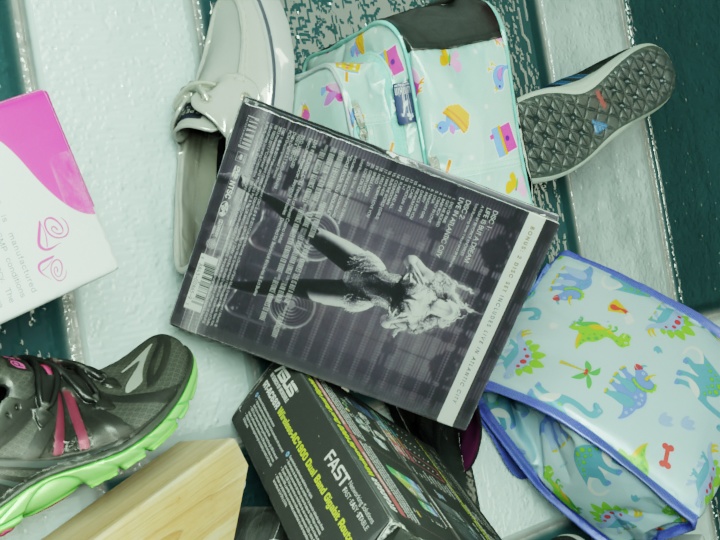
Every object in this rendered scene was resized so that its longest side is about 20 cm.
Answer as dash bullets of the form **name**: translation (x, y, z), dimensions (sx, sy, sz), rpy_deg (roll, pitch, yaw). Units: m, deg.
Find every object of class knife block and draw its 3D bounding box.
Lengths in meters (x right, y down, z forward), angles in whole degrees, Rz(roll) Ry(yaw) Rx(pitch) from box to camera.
- **knife block**: translation (-0.161, 0.173, 0.651), dimensions (0.174, 0.063, 0.203), rpy_deg (25, 67, -37)

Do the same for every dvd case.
- **dvd case**: translation (0.000, 0.000, 0.717), dimensions (0.197, 0.151, 0.016), rpy_deg (20, 22, -6)

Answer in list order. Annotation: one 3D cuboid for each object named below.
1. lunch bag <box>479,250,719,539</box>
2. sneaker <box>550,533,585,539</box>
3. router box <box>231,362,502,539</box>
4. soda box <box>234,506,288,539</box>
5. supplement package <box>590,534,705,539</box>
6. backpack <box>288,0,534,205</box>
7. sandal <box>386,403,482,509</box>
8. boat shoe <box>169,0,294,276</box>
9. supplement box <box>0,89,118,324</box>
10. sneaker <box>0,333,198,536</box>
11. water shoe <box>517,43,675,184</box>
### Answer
- **lunch bag**: translation (0.194, 0.098, 0.947), dimensions (0.199, 0.128, 0.170), rpy_deg (39, 54, 5)
- **sneaker**: translation (0.109, 0.255, 0.874), dimensions (0.083, 0.071, 0.200), rpy_deg (55, 52, -18)
- **router box**: translation (0.016, 0.149, 0.727), dimensions (0.149, 0.200, 0.062), rpy_deg (37, 96, -30)
- **soda box**: translation (-0.074, 0.245, 0.711), dimensions (0.063, 0.070, 0.203), rpy_deg (35, 60, -31)
- **supplement package**: translation (0.245, 0.325, 0.957), dimensions (0.114, 0.109, 0.202), rpy_deg (-40, 108, -39)
- **backpack**: translation (0.029, -0.060, 0.794), dimensions (0.152, 0.175, 0.203), rpy_deg (-23, 99, -24)
- **sandal**: translation (0.064, 0.118, 0.873), dimensions (0.075, 0.048, 0.204), rpy_deg (-13, 92, -42)
- **boat shoe**: translation (-0.090, -0.091, 0.764), dimensions (0.065, 0.071, 0.204), rpy_deg (9, 83, -42)
- **supplement box**: translation (-0.236, -0.004, 0.591), dimensions (0.199, 0.103, 0.103), rpy_deg (-28, 100, -40)
- **sneaker**: translation (-0.169, 0.077, 0.654), dimensions (0.199, 0.076, 0.085), rpy_deg (-29, 105, -42)
- **water shoe**: translation (0.172, -0.123, 1.002), dimensions (0.198, 0.079, 0.073), rpy_deg (-25, 96, -16)
